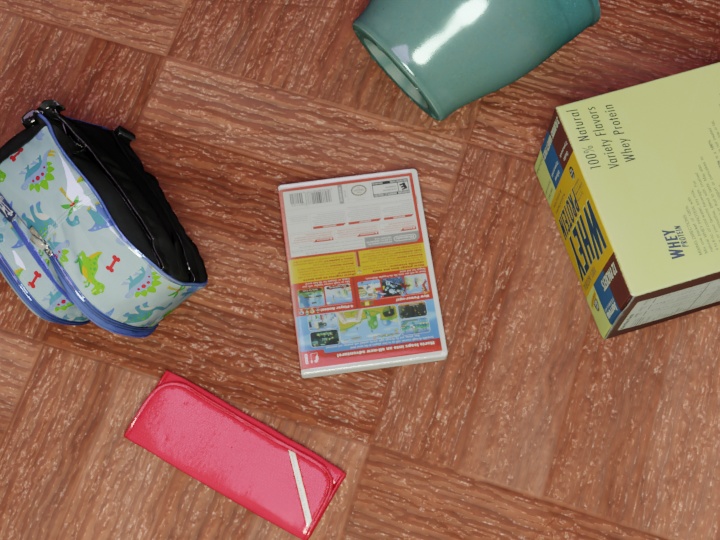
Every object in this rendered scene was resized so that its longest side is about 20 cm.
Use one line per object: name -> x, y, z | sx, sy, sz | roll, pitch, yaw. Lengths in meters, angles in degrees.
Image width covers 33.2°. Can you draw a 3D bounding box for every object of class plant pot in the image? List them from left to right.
plant pot -> 0.103, -0.258, 1.207 | 0.188, 0.200, 0.200 | -44, 75, 1

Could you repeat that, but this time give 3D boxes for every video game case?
video game case -> 0.000, 0.000, 1.192 | 0.143, 0.017, 0.200 | -7, 69, -3

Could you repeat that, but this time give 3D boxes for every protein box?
protein box -> 0.301, -0.068, 1.156 | 0.200, 0.135, 0.199 | -16, 71, -7

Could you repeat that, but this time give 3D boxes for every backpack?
backpack -> -0.248, -0.030, 1.121 | 0.147, 0.183, 0.200 | -41, 77, 10

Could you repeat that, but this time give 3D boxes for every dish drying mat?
dish drying mat -> -0.117, 0.171, 1.127 | 0.200, 0.018, 0.077 | 28, 73, 10
